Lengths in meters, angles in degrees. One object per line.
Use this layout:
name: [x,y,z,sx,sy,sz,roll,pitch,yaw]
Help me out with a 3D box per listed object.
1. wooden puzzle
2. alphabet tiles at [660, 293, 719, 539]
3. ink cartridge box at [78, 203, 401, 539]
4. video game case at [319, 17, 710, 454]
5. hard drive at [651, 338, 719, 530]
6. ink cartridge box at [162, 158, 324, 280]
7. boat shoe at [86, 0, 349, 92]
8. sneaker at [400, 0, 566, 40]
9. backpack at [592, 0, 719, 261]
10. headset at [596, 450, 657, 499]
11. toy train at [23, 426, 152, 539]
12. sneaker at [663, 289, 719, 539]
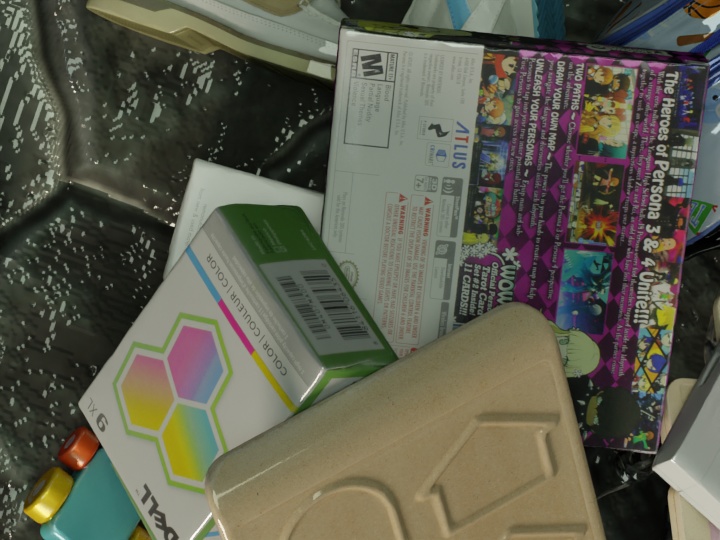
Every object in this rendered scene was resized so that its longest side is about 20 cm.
wooden puzzle: [0.027,0.131,1.240,0.185,0.046,0.201,-28,122,-15]
alphabet tiles: [0.241,0.108,1.336,0.199,0.015,0.197,4,71,-30]
ink cartridge box: [-0.075,0.073,1.258,0.200,0.059,0.104,-52,58,32]
video game case: [0.069,-0.016,1.257,0.180,0.036,0.201,5,106,0]
hard drive: [0.252,0.114,1.316,0.200,0.027,0.132,41,57,-11]
ink cartridge box: [0.000,0.000,1.346,0.199,0.117,0.068,16,89,-4]
boat shoe: [-0.046,-0.141,1.354,0.199,0.075,0.069,19,88,11]
sneaker: [0.066,-0.105,1.380,0.080,0.076,0.201,-1,93,20]
backpack: [0.202,-0.096,1.329,0.190,0.200,0.154,-43,86,4]
headset: [0.112,0.178,1.361,0.123,0.094,0.201,20,100,-3]
toy train: [-0.114,0.181,1.375,0.149,0.056,0.201,-1,78,-29]
sneaker: [0.219,0.095,1.380,0.087,0.075,0.201,16,89,-7]
